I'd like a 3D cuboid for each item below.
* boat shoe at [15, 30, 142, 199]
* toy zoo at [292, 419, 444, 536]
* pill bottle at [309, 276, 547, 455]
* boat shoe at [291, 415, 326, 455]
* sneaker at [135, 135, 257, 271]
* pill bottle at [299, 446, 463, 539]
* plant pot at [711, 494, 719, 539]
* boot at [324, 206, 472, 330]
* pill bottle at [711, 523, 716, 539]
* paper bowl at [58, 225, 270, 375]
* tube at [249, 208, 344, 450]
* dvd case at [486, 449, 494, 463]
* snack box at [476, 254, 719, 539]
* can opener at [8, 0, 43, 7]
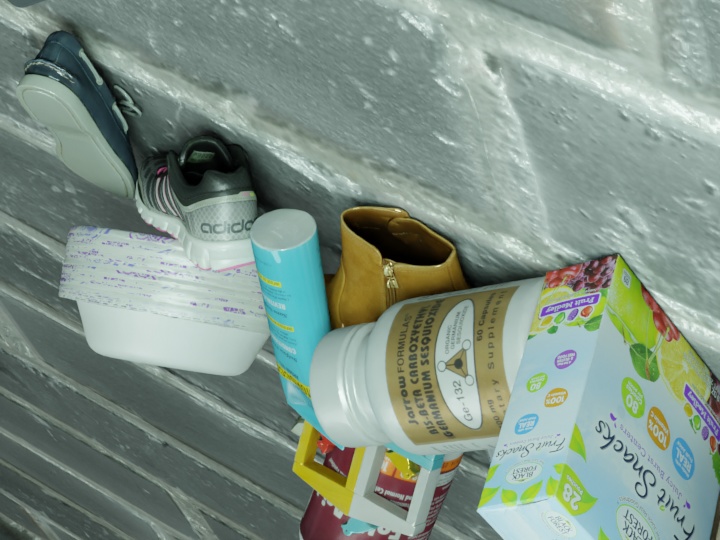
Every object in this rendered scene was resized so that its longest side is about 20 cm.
[{"bbox_3d":[-0.221,-0.123,1.591,0.074,0.062,0.200,14,159,24],"label":"boat shoe"},{"bbox_3d":[0.013,0.132,1.643,0.131,0.201,0.020,26,-159,28],"label":"toy zoo"},{"bbox_3d":[0.066,0.073,1.400,0.199,0.115,0.114,-10,135,37],"label":"pill bottle"},{"bbox_3d":[-0.015,0.142,1.845,0.066,0.075,0.199,35,161,-5],"label":"boat shoe"},{"bbox_3d":[-0.127,-0.069,1.552,0.200,0.073,0.088,-138,48,-61],"label":"sneaker"},{"bbox_3d":[0.011,0.210,1.739,0.113,0.201,0.114,17,-158,-7],"label":"pill bottle"},{"bbox_3d":[0.317,0.210,1.311,0.173,0.202,0.201,13,156,9],"label":"plant pot"},{"bbox_3d":[0.000,0.001,1.506,0.200,0.071,0.144,13,146,28],"label":"boot"},{"bbox_3d":[0.240,0.211,1.478,0.200,0.114,0.114,50,158,-15],"label":"pill bottle"},{"bbox_3d":[-0.155,0.029,1.654,0.199,0.105,0.201,9,178,0],"label":"paper bowl"},{"bbox_3d":[-0.046,0.046,1.512,0.077,0.050,0.201,42,150,45],"label":"tube"},{"bbox_3d":[0.141,0.195,1.599,0.200,0.025,0.151,105,147,-83],"label":"dvd case"},{"bbox_3d":[0.168,0.121,1.289,0.067,0.201,0.169,-15,131,38],"label":"snack box"},{"bbox_3d":[-0.197,-0.210,1.369,0.066,0.053,0.199,45,159,-26],"label":"can opener"}]
